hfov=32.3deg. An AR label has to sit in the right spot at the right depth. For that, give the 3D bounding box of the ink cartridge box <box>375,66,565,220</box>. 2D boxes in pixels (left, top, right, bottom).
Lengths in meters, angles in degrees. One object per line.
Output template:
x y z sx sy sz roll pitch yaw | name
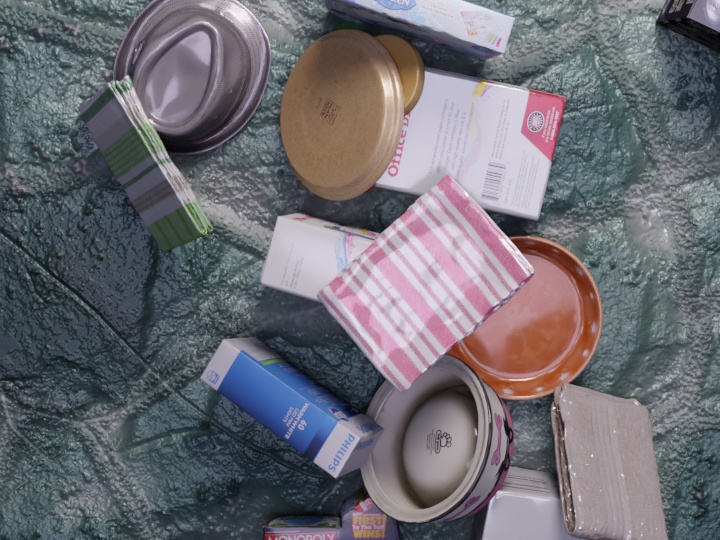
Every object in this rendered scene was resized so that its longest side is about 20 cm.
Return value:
0.122 -0.152 1.449 0.199 0.083 0.146 12 98 -1 | ink cartridge box

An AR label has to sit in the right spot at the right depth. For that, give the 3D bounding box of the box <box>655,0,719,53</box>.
0.444 -0.258 1.393 0.199 0.160 0.044 25 99 -2 | box

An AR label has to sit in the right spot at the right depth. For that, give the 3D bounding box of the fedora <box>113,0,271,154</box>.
-0.200 -0.230 1.436 0.177 0.090 0.200 37 97 -5 | fedora

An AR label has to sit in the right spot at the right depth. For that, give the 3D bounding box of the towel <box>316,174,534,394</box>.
0.068 0.015 1.330 0.200 0.030 0.146 -42 86 7 | towel

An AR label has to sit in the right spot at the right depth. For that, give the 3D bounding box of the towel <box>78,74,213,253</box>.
-0.248 -0.119 1.437 0.031 0.149 0.200 -35 100 -26 | towel

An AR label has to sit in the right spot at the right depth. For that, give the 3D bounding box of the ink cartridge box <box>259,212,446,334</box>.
0.000 0.000 1.427 0.199 0.145 0.088 15 96 8 | ink cartridge box

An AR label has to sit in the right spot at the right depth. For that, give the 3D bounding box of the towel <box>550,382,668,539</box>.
0.290 0.227 1.452 0.132 0.201 0.035 14 140 -19 | towel

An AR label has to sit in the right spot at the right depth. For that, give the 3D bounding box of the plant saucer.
0.191 0.056 1.505 0.199 0.032 0.201 0 98 1 | plant saucer

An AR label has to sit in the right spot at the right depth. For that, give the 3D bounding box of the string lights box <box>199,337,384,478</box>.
-0.078 0.156 1.456 0.200 0.103 0.059 34 98 16 | string lights box

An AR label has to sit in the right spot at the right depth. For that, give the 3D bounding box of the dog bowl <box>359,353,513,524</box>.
0.094 0.202 1.457 0.074 0.200 0.201 24 100 -42 | dog bowl

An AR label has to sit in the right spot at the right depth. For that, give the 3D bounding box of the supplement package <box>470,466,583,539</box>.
0.212 0.354 1.508 0.155 0.111 0.201 9 99 -1 | supplement package

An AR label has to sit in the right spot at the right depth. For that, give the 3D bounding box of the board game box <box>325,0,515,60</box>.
0.061 -0.284 1.371 0.198 0.200 0.044 19 97 -3 | board game box

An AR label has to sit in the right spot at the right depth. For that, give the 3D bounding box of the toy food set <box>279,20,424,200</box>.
-0.019 -0.180 1.415 0.198 0.049 0.201 24 106 41 | toy food set

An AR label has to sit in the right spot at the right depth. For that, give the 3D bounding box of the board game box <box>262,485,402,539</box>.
-0.020 0.355 1.535 0.199 0.062 0.201 1 97 0 | board game box
